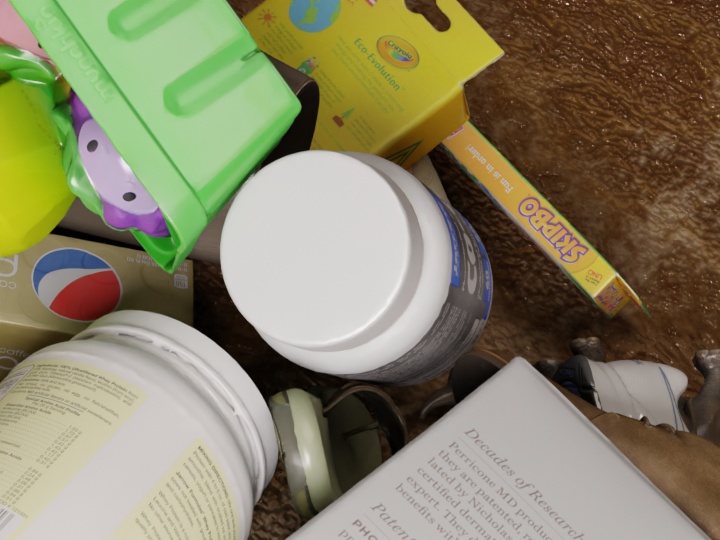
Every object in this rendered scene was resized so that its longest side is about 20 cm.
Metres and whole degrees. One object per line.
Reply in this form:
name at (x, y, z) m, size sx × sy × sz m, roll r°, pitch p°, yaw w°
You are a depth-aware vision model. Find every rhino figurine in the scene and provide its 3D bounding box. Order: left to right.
rhino figurine at (0.129, 0.088, 1.132) m, size 0.199 × 0.060 × 0.088 m, roll 4°, pitch 61°, yaw -19°

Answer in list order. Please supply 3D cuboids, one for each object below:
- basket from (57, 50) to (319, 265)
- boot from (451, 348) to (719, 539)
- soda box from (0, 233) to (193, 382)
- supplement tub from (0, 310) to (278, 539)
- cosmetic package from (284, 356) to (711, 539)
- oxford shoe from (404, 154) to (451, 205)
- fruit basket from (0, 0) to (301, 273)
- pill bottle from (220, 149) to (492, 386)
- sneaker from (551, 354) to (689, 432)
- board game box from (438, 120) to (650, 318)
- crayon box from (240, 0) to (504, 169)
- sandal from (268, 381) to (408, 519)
basket at (-0.134, -0.089, 1.070) m, size 0.199 × 0.136 × 0.181 m, roll 21°, pitch 61°, yaw 8°
boot at (0.135, 0.102, 1.005) m, size 0.200 × 0.074 × 0.075 m, roll 40°, pitch 54°, yaw 14°
soda box at (-0.192, 0.020, 1.030) m, size 0.199 × 0.064 × 0.068 m, roll 12°, pitch 48°, yaw -18°
supplement tub at (-0.140, 0.124, 0.909) m, size 0.145 × 0.145 × 0.200 m, roll 35°, pitch 45°, yaw 6°
cosmetic package at (0.046, 0.186, 0.933) m, size 0.166 × 0.168 × 0.200 m, roll 44°, pitch 46°, yaw 13°
oxford shoe at (0.026, -0.031, 1.195) m, size 0.074 × 0.071 × 0.200 m, roll 36°, pitch 30°, yaw -39°
fruit basket at (-0.159, -0.077, 0.943) m, size 0.215 × 0.156 × 0.216 m, roll 1°, pitch 83°, yaw -10°
pill bottle at (0.000, 0.000, 1.008) m, size 0.114 × 0.114 × 0.200 m, roll 44°, pitch 4°, yaw 13°
sneaker at (0.167, 0.140, 1.063) m, size 0.087 × 0.074 × 0.201 m, roll -6°, pitch 80°, yaw -25°
board game box at (0.104, -0.041, 1.216) m, size 0.200 × 0.030 × 0.096 m, roll 44°, pitch 3°, yaw 16°
crayon box at (-0.026, -0.102, 1.155) m, size 0.200 × 0.051 × 0.127 m, roll -38°, pitch 70°, yaw -4°
sandal at (-0.004, 0.093, 0.997) m, size 0.057 × 0.201 × 0.080 m, roll -20°, pitch 85°, yaw 4°
